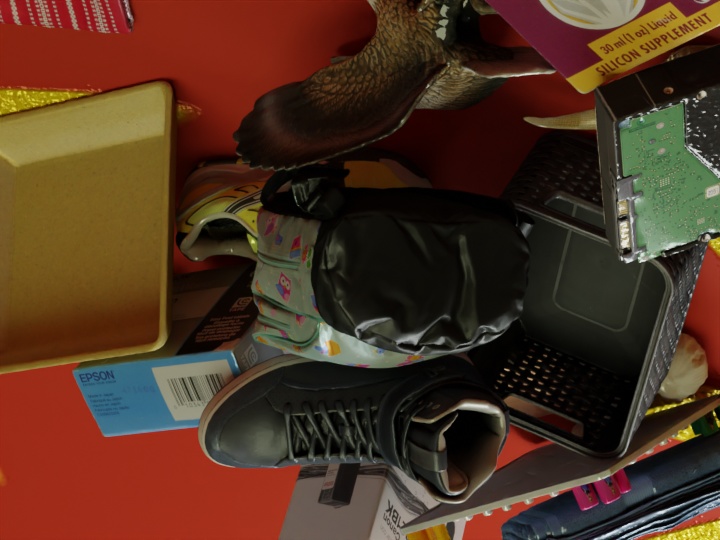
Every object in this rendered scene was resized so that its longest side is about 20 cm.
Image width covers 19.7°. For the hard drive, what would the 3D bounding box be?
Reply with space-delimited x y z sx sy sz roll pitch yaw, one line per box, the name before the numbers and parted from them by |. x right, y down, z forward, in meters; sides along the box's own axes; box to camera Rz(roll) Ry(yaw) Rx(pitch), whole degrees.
hard drive | 0.244 -0.087 1.278 0.200 0.038 0.140 -20 139 -5

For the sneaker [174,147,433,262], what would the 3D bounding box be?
sneaker | -0.041 -0.038 1.504 0.200 0.076 0.075 -6 134 24

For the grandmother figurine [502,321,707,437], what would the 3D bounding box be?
grandmother figurine | 0.166 0.079 1.584 0.200 0.061 0.121 -7 136 24

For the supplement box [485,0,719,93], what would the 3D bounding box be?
supplement box | 0.122 -0.218 1.200 0.200 0.103 0.131 40 138 -25

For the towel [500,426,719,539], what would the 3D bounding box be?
towel | 0.208 0.175 1.565 0.112 0.200 0.049 165 83 -82

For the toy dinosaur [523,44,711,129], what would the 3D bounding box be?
toy dinosaur | 0.217 -0.100 1.361 0.200 0.058 0.101 -12 119 22

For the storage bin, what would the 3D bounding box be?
storage bin | 0.154 0.019 1.447 0.135 0.094 0.200 23 134 15

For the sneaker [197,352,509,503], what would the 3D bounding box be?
sneaker | 0.000 0.107 1.383 0.202 0.146 0.077 -12 111 -11

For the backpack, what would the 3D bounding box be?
backpack | 0.000 0.000 1.367 0.167 0.127 0.200 11 179 -26

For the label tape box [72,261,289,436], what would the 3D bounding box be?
label tape box | -0.100 0.038 1.538 0.143 0.200 0.066 -9 118 31

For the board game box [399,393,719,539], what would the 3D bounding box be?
board game box | 0.160 0.155 1.580 0.200 0.200 0.026 -21 90 39

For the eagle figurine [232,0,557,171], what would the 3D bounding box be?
eagle figurine | 0.026 -0.136 1.326 0.152 0.151 0.200 18 132 -17

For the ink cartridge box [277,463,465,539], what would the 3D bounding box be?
ink cartridge box | 0.016 0.190 1.659 0.084 0.200 0.144 -6 136 28

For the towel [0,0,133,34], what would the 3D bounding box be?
towel | -0.262 -0.220 1.413 0.200 0.022 0.145 6 141 14

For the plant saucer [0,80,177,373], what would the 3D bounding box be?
plant saucer | -0.207 -0.023 1.520 0.200 0.200 0.048 -9 162 30
